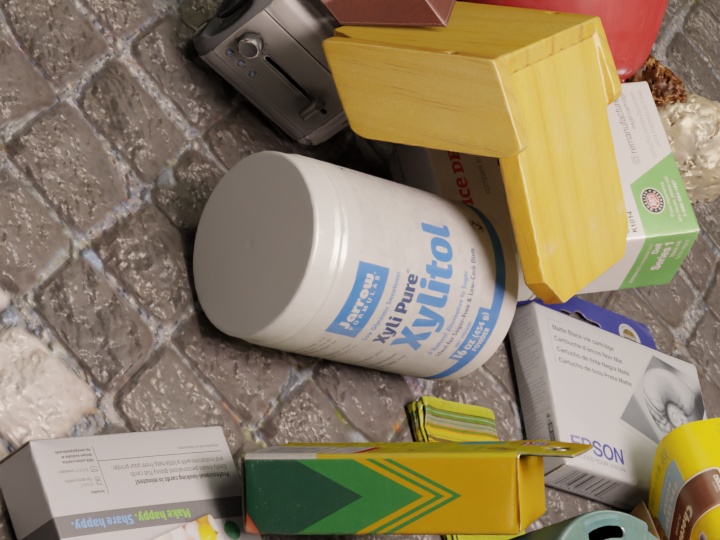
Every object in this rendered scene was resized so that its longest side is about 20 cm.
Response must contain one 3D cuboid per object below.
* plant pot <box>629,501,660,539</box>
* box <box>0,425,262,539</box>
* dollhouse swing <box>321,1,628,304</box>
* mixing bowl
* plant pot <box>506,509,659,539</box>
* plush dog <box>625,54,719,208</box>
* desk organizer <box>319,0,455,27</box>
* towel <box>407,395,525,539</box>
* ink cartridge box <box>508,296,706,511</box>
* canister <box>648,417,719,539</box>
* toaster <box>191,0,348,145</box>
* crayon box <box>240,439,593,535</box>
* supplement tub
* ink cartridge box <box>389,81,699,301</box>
[{"bbox_3d":[0.222,0.264,1.417,0.200,0.027,0.200,-19,90,-86],"label":"plant pot"},{"bbox_3d":[-0.115,0.192,1.161,0.156,0.041,0.200,1,62,-48],"label":"box"},{"bbox_3d":[0.087,-0.087,1.419,0.200,0.182,0.176,-32,127,-59],"label":"dollhouse swing"},{"bbox_3d":[0.157,-0.198,1.581,0.200,0.200,0.108,-6,92,-50],"label":"mixing bowl"},{"bbox_3d":[0.101,0.246,1.213,0.200,0.196,0.200,24,50,-32],"label":"plant pot"},{"bbox_3d":[0.239,-0.089,1.673,0.200,0.172,0.161,39,39,-22],"label":"plush dog"},{"bbox_3d":[0.030,-0.234,1.456,0.077,0.072,0.200,51,29,-19],"label":"desk organizer"},{"bbox_3d":[0.092,0.185,1.418,0.086,0.018,0.200,10,55,-43],"label":"towel"},{"bbox_3d":[0.202,0.096,1.594,0.200,0.041,0.200,20,48,-38],"label":"ink cartridge box"},{"bbox_3d":[0.279,0.224,1.459,0.087,0.149,0.200,-8,40,-8],"label":"canister"},{"bbox_3d":[-0.033,-0.187,1.501,0.129,0.114,0.200,47,32,-17],"label":"toaster"},{"bbox_3d":[0.039,0.132,1.222,0.127,0.200,0.051,8,80,-77],"label":"crayon box"},{"bbox_3d":[0.000,0.000,1.369,0.200,0.132,0.132,13,53,-43],"label":"supplement tub"},{"bbox_3d":[0.138,-0.059,1.534,0.200,0.084,0.146,-7,62,-16],"label":"ink cartridge box"}]
